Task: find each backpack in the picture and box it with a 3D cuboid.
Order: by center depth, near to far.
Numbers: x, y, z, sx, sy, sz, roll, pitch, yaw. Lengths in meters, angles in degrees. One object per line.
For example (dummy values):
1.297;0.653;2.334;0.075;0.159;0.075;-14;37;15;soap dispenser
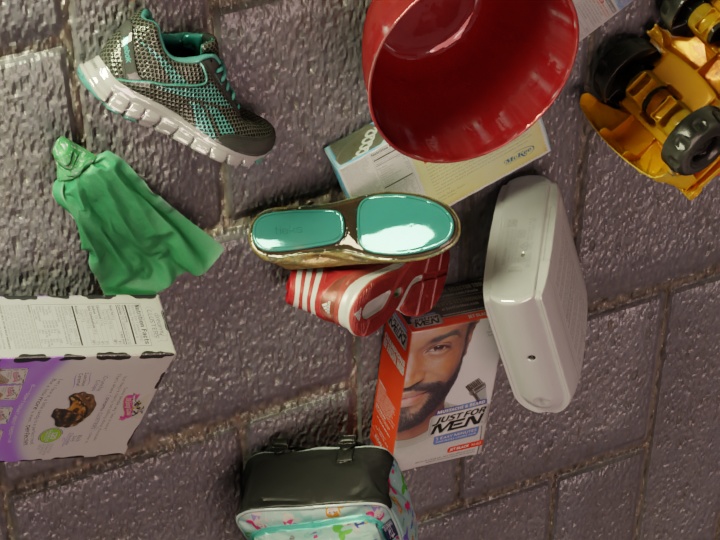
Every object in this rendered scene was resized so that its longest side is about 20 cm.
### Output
-0.027;0.283;1.988;0.177;0.151;0.200;-6;144;12;backpack

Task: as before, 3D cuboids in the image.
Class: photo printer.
0.178;0.031;1.881;0.069;0.167;0.200;-3;140;18;photo printer

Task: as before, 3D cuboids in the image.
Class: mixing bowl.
0.078;-0.204;1.650;0.199;0.108;0.201;-16;133;-17;mixing bowl

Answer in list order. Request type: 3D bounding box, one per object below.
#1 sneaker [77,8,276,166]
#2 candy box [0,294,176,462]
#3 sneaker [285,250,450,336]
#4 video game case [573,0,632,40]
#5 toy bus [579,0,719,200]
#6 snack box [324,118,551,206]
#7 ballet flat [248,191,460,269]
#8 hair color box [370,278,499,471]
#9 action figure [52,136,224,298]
-0.137;-0.155;1.600;0.200;0.078;0.091;22;111;-42;sneaker
-0.289;0.099;1.712;0.199;0.072;0.168;0;142;-29;candy box
0.000;0.000;1.824;0.200;0.115;0.079;-16;122;-60;sneaker
0.211;-0.312;1.693;0.182;0.024;0.200;-37;135;4;video game case
0.340;-0.168;1.828;0.200;0.136;0.192;-46;148;10;toy bus
0.075;-0.114;1.779;0.200;0.037;0.116;-28;137;-4;snack box
-0.003;-0.033;1.747;0.199;0.071;0.071;-3;136;11;ballet flat
0.079;0.111;1.963;0.111;0.064;0.201;-11;131;-20;hair color box
-0.214;-0.052;1.658;0.118;0.055;0.200;-32;140;2;action figure
